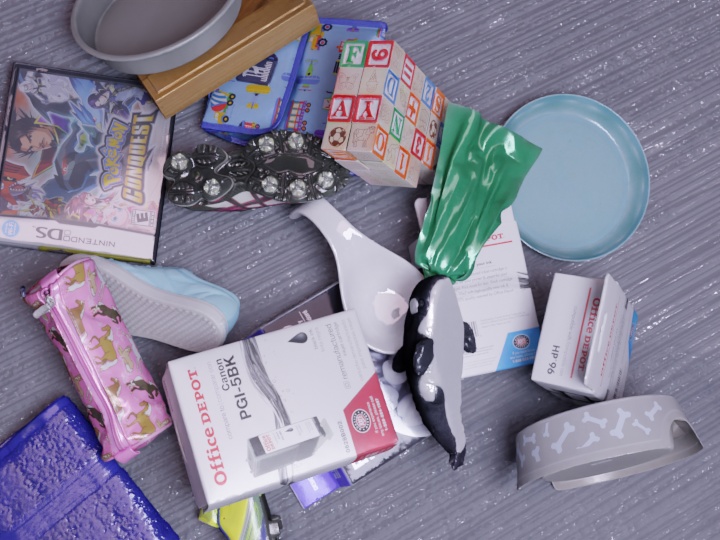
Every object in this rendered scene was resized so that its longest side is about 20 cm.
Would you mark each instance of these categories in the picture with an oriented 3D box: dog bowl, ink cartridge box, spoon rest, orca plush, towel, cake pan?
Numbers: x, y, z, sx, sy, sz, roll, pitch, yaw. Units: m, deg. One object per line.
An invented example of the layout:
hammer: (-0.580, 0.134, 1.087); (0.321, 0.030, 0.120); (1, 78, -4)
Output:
dog bowl: (0.255, 0.184, 1.017); (0.198, 0.200, 0.059); (-8, 68, -11)
ink cartridge box: (-0.082, 0.139, 0.958); (0.198, 0.083, 0.148); (-16, 78, -18)
spoon rest: (0.000, 0.000, 1.024); (0.099, 0.061, 0.200); (-39, 86, -13)
ink cartridge box: (0.125, 0.015, 1.079); (0.115, 0.068, 0.202); (-10, 84, -11)
orca plush: (0.071, 0.103, 1.003); (0.105, 0.071, 0.201); (-41, 122, -43)
ink cartridge box: (-0.025, 0.125, 1.051); (0.199, 0.043, 0.199); (-31, 87, -11)
towel: (-0.299, 0.250, 0.986); (0.147, 0.050, 0.200); (-39, 88, -9)
cake pan: (-0.214, -0.287, 1.034); (0.198, 0.037, 0.202); (-9, 54, 12)
ink cartridge box: (0.237, 0.075, 1.015); (0.067, 0.200, 0.117); (9, 79, 26)

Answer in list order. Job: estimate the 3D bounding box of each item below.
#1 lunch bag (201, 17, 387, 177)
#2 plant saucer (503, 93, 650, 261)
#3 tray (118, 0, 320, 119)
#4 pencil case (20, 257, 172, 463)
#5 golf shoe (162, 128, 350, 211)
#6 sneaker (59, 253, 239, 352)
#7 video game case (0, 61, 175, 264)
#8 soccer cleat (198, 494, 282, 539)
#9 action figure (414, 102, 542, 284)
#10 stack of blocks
lunch bag: (-0.079, -0.208, 1.079); (0.198, 0.094, 0.152); (11, 78, 6)
plant saucer: (0.245, -0.108, 1.139); (0.198, 0.027, 0.202); (2, 81, -10)
tray: (-0.155, -0.258, 1.048); (0.199, 0.037, 0.099); (-33, 61, -8)
pencil case: (-0.262, 0.090, 0.962); (0.086, 0.083, 0.201); (-30, 98, -41)
golf shoe: (-0.109, -0.101, 1.030); (0.198, 0.088, 0.078); (-2, 79, 2)
sneaker: (-0.222, 0.026, 1.029); (0.199, 0.082, 0.074); (23, 121, 8)
video game case: (-0.301, -0.116, 1.048); (0.179, 0.026, 0.202); (7, 81, -8)
soccer cleat: (-0.137, 0.227, 1.007); (0.083, 0.065, 0.202); (-16, 83, -2)
action figure: (0.107, -0.062, 1.023); (0.117, 0.055, 0.202); (23, 82, -10)
stack of blocks: (0.040, -0.149, 1.024); (0.058, 0.200, 0.116); (7, 81, 28)
